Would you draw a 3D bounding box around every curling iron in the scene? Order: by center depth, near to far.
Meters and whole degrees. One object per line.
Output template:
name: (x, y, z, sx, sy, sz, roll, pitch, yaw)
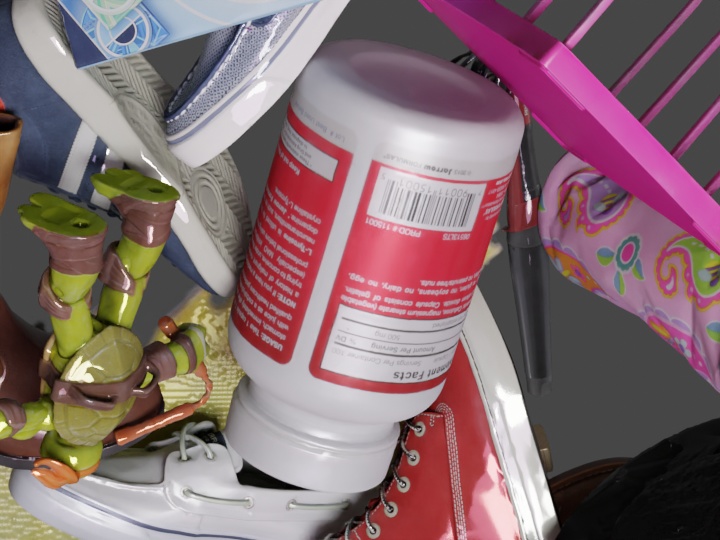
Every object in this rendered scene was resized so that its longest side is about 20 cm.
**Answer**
curling iron: (0.074, -0.025, 1.439, 0.049, 0.026, 0.201, -16, 119, -3)

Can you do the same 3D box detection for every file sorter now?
file sorter: (0.130, -0.118, 1.290, 0.126, 0.200, 0.139, -47, 116, 1)

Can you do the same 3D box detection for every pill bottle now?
pill bottle: (0.000, 0.000, 1.365, 0.111, 0.112, 0.201, 12, 112, -15)

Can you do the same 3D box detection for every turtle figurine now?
turtle figurine: (-0.135, 0.041, 1.320, 0.199, 0.064, 0.162, -15, 127, -36)

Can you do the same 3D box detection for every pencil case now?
pencil case: (0.164, 0.001, 1.366, 0.087, 0.200, 0.088, -10, 115, -23)

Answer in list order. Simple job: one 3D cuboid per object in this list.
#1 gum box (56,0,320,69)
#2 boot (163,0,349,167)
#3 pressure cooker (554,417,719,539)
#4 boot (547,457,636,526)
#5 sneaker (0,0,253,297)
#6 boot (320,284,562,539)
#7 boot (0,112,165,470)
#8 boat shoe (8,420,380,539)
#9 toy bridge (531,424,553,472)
gum box: (-0.056, -0.199, 1.262, 0.199, 0.045, 0.171, -15, 99, 12)
boot: (-0.048, -0.150, 1.327, 0.090, 0.073, 0.200, 38, 92, -19)
pressure cooker: (0.204, 0.191, 1.395, 0.175, 0.178, 0.201, -36, 112, -13)
boot: (0.162, 0.146, 1.502, 0.198, 0.076, 0.074, -6, 120, -16)
sneaker: (-0.128, -0.056, 1.373, 0.084, 0.075, 0.200, -21, 124, 24)
boot: (0.021, 0.100, 1.446, 0.143, 0.072, 0.201, -16, 93, 3)
boot: (-0.179, -0.002, 1.374, 0.187, 0.069, 0.201, 12, 130, -1)
boat shoe: (-0.083, 0.109, 1.470, 0.199, 0.074, 0.067, 14, 110, -29)
toy bridge: (0.084, 0.174, 1.550, 0.067, 0.027, 0.201, -13, 119, -1)
